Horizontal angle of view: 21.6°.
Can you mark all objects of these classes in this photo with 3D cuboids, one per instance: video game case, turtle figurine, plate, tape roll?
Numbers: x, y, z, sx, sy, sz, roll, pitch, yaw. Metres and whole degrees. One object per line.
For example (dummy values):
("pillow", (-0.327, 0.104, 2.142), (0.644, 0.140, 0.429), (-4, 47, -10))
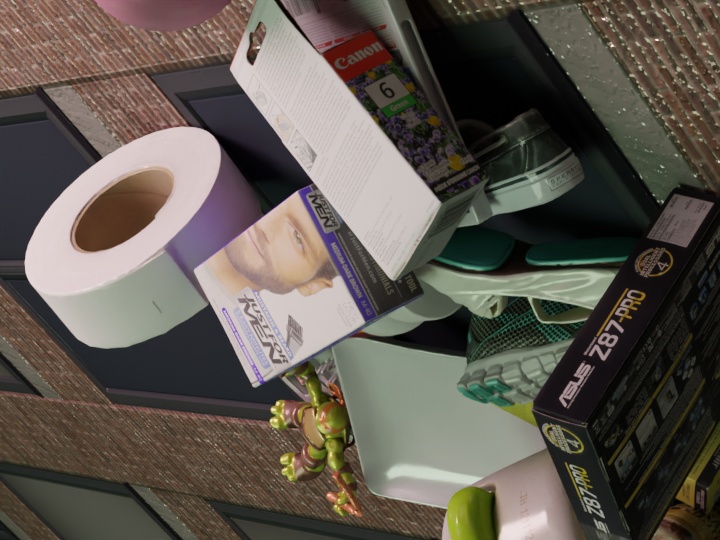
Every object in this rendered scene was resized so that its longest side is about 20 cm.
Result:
("video game case", (0.009, -0.121, 1.328), (0.143, 0.018, 0.201), (-6, 110, 56))
("turtle figurine", (-0.042, 0.137, 1.761), (0.200, 0.064, 0.161), (65, 161, 5))
("plate", (0.083, 0.135, 1.655), (0.199, 0.032, 0.200), (7, 132, 25))
("tape roll", (-0.185, -0.029, 1.607), (0.202, 0.203, 0.071), (9, 142, 46))

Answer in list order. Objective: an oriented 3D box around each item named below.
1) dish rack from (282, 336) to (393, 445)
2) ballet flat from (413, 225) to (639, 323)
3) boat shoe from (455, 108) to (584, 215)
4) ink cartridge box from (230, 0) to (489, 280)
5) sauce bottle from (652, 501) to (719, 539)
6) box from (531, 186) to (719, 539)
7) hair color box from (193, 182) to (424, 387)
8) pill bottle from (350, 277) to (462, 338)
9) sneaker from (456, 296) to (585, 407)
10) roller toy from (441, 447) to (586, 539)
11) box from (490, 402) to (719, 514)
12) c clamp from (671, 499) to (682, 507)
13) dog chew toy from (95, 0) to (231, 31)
("dish rack", (0.019, 0.112, 1.769), (0.172, 0.044, 0.200), (42, 155, -9))
("ballet flat", (0.116, 0.008, 1.378), (0.199, 0.070, 0.070), (4, 143, 24))
("boat shoe", (0.087, -0.076, 1.341), (0.200, 0.072, 0.071), (-15, 102, 59))
("ink cartridge box", (-0.004, -0.103, 1.299), (0.200, 0.050, 0.109), (53, 149, 14))
("sauce bottle", (0.261, 0.214, 1.489), (0.066, 0.066, 0.200), (27, -167, 21))
("box", (0.200, 0.070, 1.269), (0.049, 0.200, 0.161), (16, 149, 36))
("hair color box", (-0.044, 0.008, 1.427), (0.200, 0.065, 0.110), (-33, 84, 56))
("pill bottle", (0.000, 0.000, 1.520), (0.110, 0.110, 0.200), (47, 154, -20))
("sneaker", (0.157, 0.040, 1.426), (0.200, 0.092, 0.078), (-14, 155, 32))
("roller toy", (0.169, 0.237, 1.523), (0.140, 0.200, 0.183), (-29, 82, 26))
("box", (0.202, 0.111, 1.488), (0.200, 0.075, 0.050), (26, 153, 22))
("c clamp", (0.219, 0.166, 1.624), (0.200, 0.027, 0.171), (7, 137, 50))
("dog chew toy", (-0.133, -0.256, 1.255), (0.124, 0.125, 0.200), (29, 146, 18))
